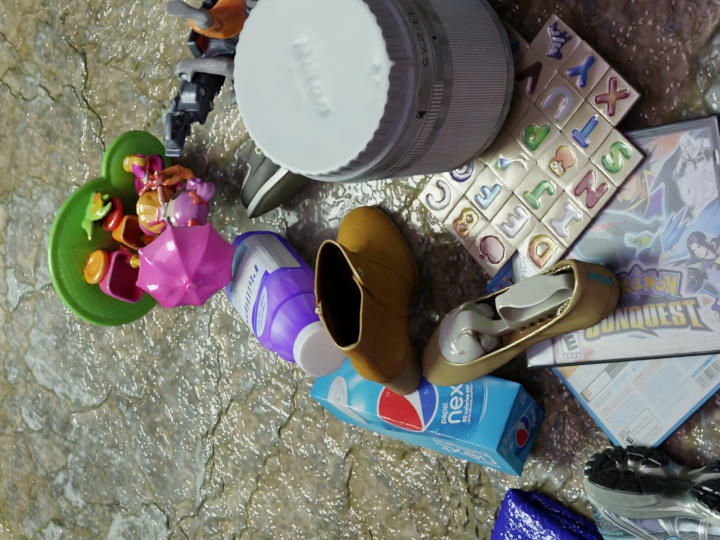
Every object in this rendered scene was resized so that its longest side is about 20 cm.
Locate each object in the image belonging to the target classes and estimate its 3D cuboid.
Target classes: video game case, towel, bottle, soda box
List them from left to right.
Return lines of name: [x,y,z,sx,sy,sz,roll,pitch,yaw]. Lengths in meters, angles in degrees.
bottle: [-0.069,0.032,1.248,0.200,0.064,0.085,-133,48,-57]
soda box: [0.057,0.119,1.211,0.198,0.068,0.065,12,70,33]
towel: [0.160,0.309,1.194,0.146,0.049,0.203,25,112,29]
video game case: [0.211,0.041,1.132,0.201,0.018,0.143,51,123,18]
video game case: [0.210,-0.018,1.095,0.198,0.025,0.184,-8,92,36]

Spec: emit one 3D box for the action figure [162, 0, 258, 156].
action figure: [-0.117,-0.199,1.232,0.103,0.194,0.203,9,68,12]

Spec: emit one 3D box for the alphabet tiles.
alphabet tiles: [0.134,-0.100,1.115,0.167,0.006,0.201,47,119,19]

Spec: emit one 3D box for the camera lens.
camera lens: [0.016,-0.152,1.063,0.158,0.199,0.163,5,100,33]

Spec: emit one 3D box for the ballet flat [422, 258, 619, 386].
ballet flat: [0.115,0.037,1.111,0.199,0.063,0.070,-28,56,32]

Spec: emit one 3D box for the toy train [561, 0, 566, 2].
toy train: [0.152,-0.313,1.047,0.113,0.087,0.201,-30,77,-8]

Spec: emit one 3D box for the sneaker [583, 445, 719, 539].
sneaker: [0.278,0.201,1.090,0.198,0.078,0.087,11,127,31]

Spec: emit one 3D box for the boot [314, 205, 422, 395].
boot: [0.000,0.001,1.167,0.070,0.144,0.203,-22,58,13]

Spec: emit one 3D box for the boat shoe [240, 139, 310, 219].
boat shoe: [-0.066,-0.121,1.252,0.061,0.071,0.201,52,138,10]

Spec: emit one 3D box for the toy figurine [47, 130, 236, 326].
toy figurine: [-0.186,-0.038,1.308,0.183,0.149,0.203,6,77,49]
